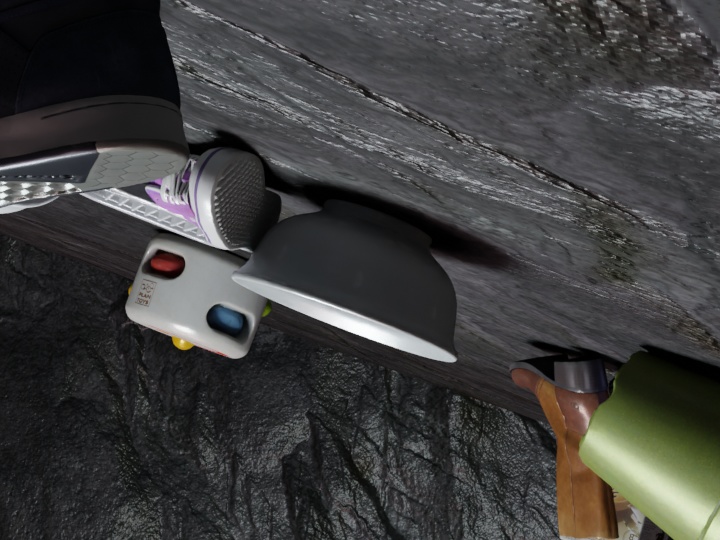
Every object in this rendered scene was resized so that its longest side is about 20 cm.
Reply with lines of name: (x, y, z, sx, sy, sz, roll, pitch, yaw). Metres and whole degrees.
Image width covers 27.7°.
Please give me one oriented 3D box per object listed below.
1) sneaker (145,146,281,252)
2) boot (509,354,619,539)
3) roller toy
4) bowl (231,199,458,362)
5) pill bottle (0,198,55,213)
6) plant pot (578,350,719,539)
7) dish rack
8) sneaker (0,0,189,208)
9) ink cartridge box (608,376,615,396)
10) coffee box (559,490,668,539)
sneaker: (-0.135, -0.066, 1.172, 0.113, 0.073, 0.201, 26, 172, 8)
boot: (0.233, 0.198, 1.650, 0.068, 0.202, 0.188, -7, -179, -27)
roller toy: (-0.226, 0.040, 2.004, 0.198, 0.141, 0.182, 20, 173, 0)
bowl: (0.000, 0.000, 1.204, 0.199, 0.091, 0.201, 20, 174, 2)
pill bottle: (-0.301, -0.105, 1.156, 0.113, 0.114, 0.199, 24, 172, -35)
plant pot: (0.315, 0.175, 1.385, 0.189, 0.201, 0.200, 29, 177, 19)
dish rack: (-0.190, -0.070, 1.417, 0.170, 0.044, 0.200, 21, 173, -13)
sneaker: (-0.169, -0.098, 0.581, 0.200, 0.148, 0.077, -9, 171, 11)
ink cartridge box: (0.296, 0.158, 1.570, 0.044, 0.095, 0.200, 1, 172, 5)
coffee box: (0.341, 0.261, 1.838, 0.112, 0.202, 0.080, 13, 174, 42)
